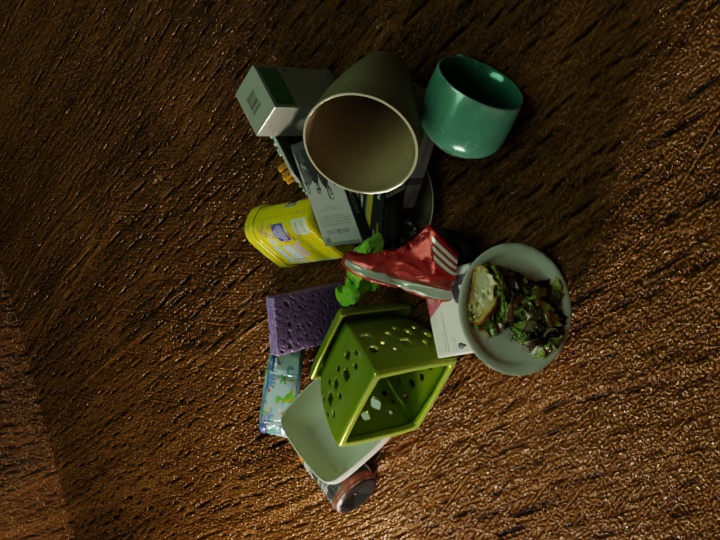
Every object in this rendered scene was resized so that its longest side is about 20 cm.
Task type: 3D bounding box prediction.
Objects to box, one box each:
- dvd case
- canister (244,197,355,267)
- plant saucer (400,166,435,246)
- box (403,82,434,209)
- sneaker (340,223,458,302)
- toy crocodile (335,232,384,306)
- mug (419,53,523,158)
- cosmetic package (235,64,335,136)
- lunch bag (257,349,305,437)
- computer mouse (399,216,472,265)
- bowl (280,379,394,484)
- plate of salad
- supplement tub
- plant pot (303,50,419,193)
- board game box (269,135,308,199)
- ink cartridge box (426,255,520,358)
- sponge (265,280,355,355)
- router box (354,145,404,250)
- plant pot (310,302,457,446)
[{"bbox_3d":[-0.057,-0.145,1.668,0.149,0.024,0.204,-1,111,62],"label":"dvd case"},{"bbox_3d":[-0.118,-0.077,1.841,0.198,0.148,0.088,-6,52,46],"label":"canister"},{"bbox_3d":[0.073,-0.134,1.690,0.198,0.032,0.205,11,104,48],"label":"plant saucer"},{"bbox_3d":[0.063,-0.235,1.629,0.156,0.041,0.203,41,125,37],"label":"box"},{"bbox_3d":[0.071,-0.029,1.527,0.196,0.078,0.118,17,97,8],"label":"sneaker"},{"bbox_3d":[0.000,0.000,1.645,0.062,0.067,0.201,47,149,20],"label":"toy crocodile"},{"bbox_3d":[0.176,-0.258,1.475,0.150,0.185,0.116,31,126,10],"label":"mug"},{"bbox_3d":[-0.127,-0.323,1.759,0.085,0.198,0.109,-48,64,40],"label":"cosmetic package"},{"bbox_3d":[-0.164,0.238,1.951,0.161,0.081,0.204,-83,2,-70],"label":"lunch bag"},{"bbox_3d":[0.126,-0.059,1.606,0.198,0.034,0.060,26,137,45],"label":"computer mouse"},{"bbox_3d":[-0.037,0.305,1.815,0.199,0.075,0.200,-41,57,-4],"label":"bowl"},{"bbox_3d":[0.243,0.058,1.403,0.048,0.196,0.205,159,99,-70],"label":"plate of salad"},{"bbox_3d":[-0.060,0.389,1.885,0.200,0.106,0.108,48,130,33],"label":"supplement tub"},{"bbox_3d":[0.020,-0.263,1.487,0.187,0.185,0.202,-46,19,43],"label":"plant pot"},{"bbox_3d":[-0.153,-0.230,1.833,0.026,0.200,0.202,-29,69,4],"label":"board game box"},{"bbox_3d":[0.208,0.057,1.526,0.198,0.083,0.148,-16,85,50],"label":"ink cartridge box"},{"bbox_3d":[-0.092,0.091,1.798,0.030,0.197,0.114,5,103,51],"label":"sponge"},{"bbox_3d":[0.010,-0.146,1.632,0.157,0.052,0.203,43,146,35],"label":"router box"},{"bbox_3d":[0.028,0.176,1.682,0.183,0.196,0.202,56,134,34],"label":"plant pot"}]
